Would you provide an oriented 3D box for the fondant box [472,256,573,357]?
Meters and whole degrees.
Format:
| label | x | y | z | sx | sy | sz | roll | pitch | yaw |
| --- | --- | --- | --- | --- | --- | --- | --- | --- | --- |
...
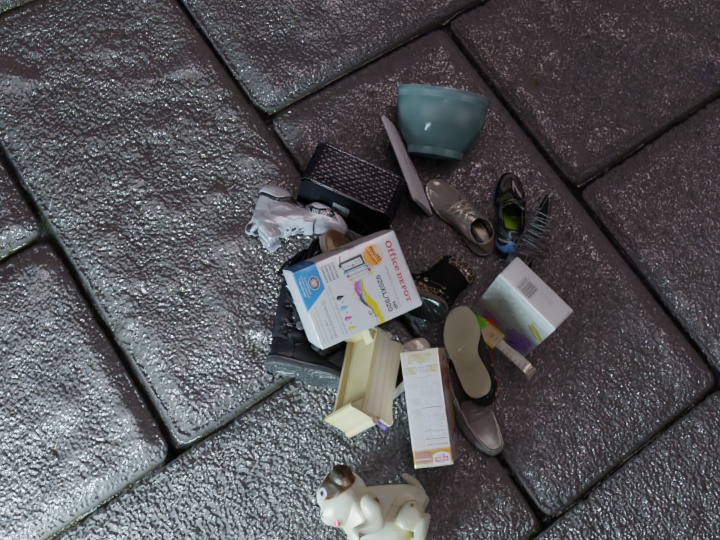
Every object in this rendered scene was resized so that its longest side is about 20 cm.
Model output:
| label | x | y | z | sx | sy | sz | roll | pitch | yaw |
| --- | --- | --- | --- | --- | --- | --- | --- | --- | --- |
| fondant box | 0.308 | 0.076 | 1.698 | 0.058 | 0.200 | 0.144 | -42 | 79 | -19 |

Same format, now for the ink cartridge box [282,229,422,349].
| label | x | y | z | sx | sy | sz | roll | pitch | yaw |
| --- | --- | --- | --- | --- | --- | --- | --- | --- | --- |
| ink cartridge box | -0.017 | 0.030 | 1.581 | 0.198 | 0.145 | 0.149 | -23 | 96 | -11 |

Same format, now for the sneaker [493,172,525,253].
| label | x | y | z | sx | sy | sz | roll | pitch | yaw |
| --- | --- | --- | --- | --- | --- | --- | --- | --- | --- |
| sneaker | 0.319 | -0.129 | 1.838 | 0.070 | 0.083 | 0.201 | 11 | 52 | -4 |

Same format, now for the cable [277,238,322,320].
| label | x | y | z | sx | sy | sz | roll | pitch | yaw |
| --- | --- | --- | --- | --- | --- | --- | --- | --- | --- |
| cable | -0.059 | 0.021 | 1.700 | 0.164 | 0.051 | 0.199 | 51 | 48 | 4 |

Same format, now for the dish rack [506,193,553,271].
| label | x | y | z | sx | sy | sz | roll | pitch | yaw |
| --- | --- | --- | --- | --- | --- | --- | --- | --- | --- |
| dish rack | 0.351 | -0.048 | 1.787 | 0.054 | 0.154 | 0.201 | 25 | 64 | 19 |

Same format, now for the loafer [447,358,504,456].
| label | x | y | z | sx | sy | sz | roll | pitch | yaw |
| --- | --- | --- | --- | --- | --- | --- | --- | --- | --- |
| loafer | 0.210 | 0.260 | 1.680 | 0.069 | 0.070 | 0.201 | -30 | 76 | -19 |

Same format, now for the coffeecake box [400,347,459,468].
| label | x | y | z | sx | sy | sz | roll | pitch | yaw |
| --- | --- | --- | --- | --- | --- | --- | --- | --- | --- |
| coffeecake box | 0.128 | 0.245 | 1.598 | 0.072 | 0.153 | 0.203 | -8 | 84 | 9 |

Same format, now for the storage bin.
| label | x | y | z | sx | sy | sz | roll | pitch | yaw |
| --- | --- | --- | --- | --- | --- | --- | --- | --- | --- |
| storage bin | -0.019 | -0.155 | 1.773 | 0.198 | 0.135 | 0.095 | 24 | 67 | 1 |

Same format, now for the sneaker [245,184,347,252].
| label | x | y | z | sx | sy | sz | roll | pitch | yaw |
| --- | --- | --- | --- | --- | --- | --- | --- | --- | --- |
| sneaker | -0.132 | -0.085 | 1.765 | 0.198 | 0.075 | 0.116 | 23 | 67 | 6 |

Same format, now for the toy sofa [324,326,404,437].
| label | x | y | z | sx | sy | sz | roll | pitch | yaw |
| --- | --- | --- | --- | --- | --- | --- | --- | --- | --- |
| toy sofa | 0.009 | 0.204 | 1.625 | 0.097 | 0.083 | 0.202 | 33 | 46 | -25 |

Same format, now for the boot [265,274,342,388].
| label | x | y | z | sx | sy | sz | roll | pitch | yaw |
| --- | --- | --- | --- | --- | --- | --- | --- | --- | --- |
| boot | -0.091 | 0.112 | 1.702 | 0.163 | 0.066 | 0.202 | 19 | 55 | -16 |

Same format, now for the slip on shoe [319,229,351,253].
| label | x | y | z | sx | sy | sz | roll | pitch | yaw |
| --- | --- | --- | --- | --- | --- | --- | --- | --- | --- |
| slip on shoe | 0.000 | 0.000 | 1.692 | 0.076 | 0.060 | 0.201 | -36 | 93 | -46 |

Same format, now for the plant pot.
| label | x | y | z | sx | sy | sz | roll | pitch | yaw |
| --- | --- | --- | --- | --- | --- | --- | --- | --- | --- |
| plant pot | 0.165 | -0.304 | 1.848 | 0.197 | 0.200 | 0.136 | 8 | 93 | -5 |

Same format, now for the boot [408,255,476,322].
| label | x | y | z | sx | sy | sz | roll | pitch | yaw |
| --- | --- | --- | --- | --- | --- | --- | --- | --- | --- |
| boot | 0.118 | 0.019 | 1.765 | 0.202 | 0.074 | 0.153 | 24 | 41 | 28 |

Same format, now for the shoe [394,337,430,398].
| label | x | y | z | sx | sy | sz | roll | pitch | yaw |
| --- | --- | --- | --- | --- | --- | --- | --- | --- | --- |
| shoe | 0.069 | 0.203 | 1.690 | 0.070 | 0.053 | 0.200 | 41 | 68 | 9 |

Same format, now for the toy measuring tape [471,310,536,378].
| label | x | y | z | sx | sy | sz | roll | pitch | yaw |
| --- | --- | --- | --- | --- | --- | --- | --- | --- | --- |
| toy measuring tape | 0.261 | 0.150 | 1.721 | 0.073 | 0.074 | 0.200 | -38 | 62 | -20 |

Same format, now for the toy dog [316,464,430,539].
| label | x | y | z | sx | sy | sz | roll | pitch | yaw |
| --- | --- | --- | --- | --- | --- | --- | --- | --- | --- |
| toy dog | 0.019 | 0.419 | 1.553 | 0.198 | 0.140 | 0.195 | 20 | 54 | -1 |

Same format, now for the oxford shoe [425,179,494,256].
| label | x | y | z | sx | sy | sz | roll | pitch | yaw |
| --- | --- | --- | --- | --- | --- | --- | --- | --- | --- |
| oxford shoe | 0.213 | -0.119 | 1.840 | 0.075 | 0.058 | 0.201 | -34 | 76 | -18 |

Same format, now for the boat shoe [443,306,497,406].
| label | x | y | z | sx | sy | sz | roll | pitch | yaw |
| --- | --- | --- | --- | --- | --- | --- | --- | --- | --- |
| boat shoe | 0.207 | 0.162 | 1.663 | 0.073 | 0.063 | 0.203 | -22 | 53 | 12 |

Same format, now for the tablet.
| label | x | y | z | sx | sy | sz | roll | pitch | yaw |
| --- | --- | --- | --- | --- | --- | --- | --- | --- | --- |
| tablet | 0.098 | -0.217 | 1.828 | 0.014 | 0.130 | 0.202 | -24 | 71 | 14 |
